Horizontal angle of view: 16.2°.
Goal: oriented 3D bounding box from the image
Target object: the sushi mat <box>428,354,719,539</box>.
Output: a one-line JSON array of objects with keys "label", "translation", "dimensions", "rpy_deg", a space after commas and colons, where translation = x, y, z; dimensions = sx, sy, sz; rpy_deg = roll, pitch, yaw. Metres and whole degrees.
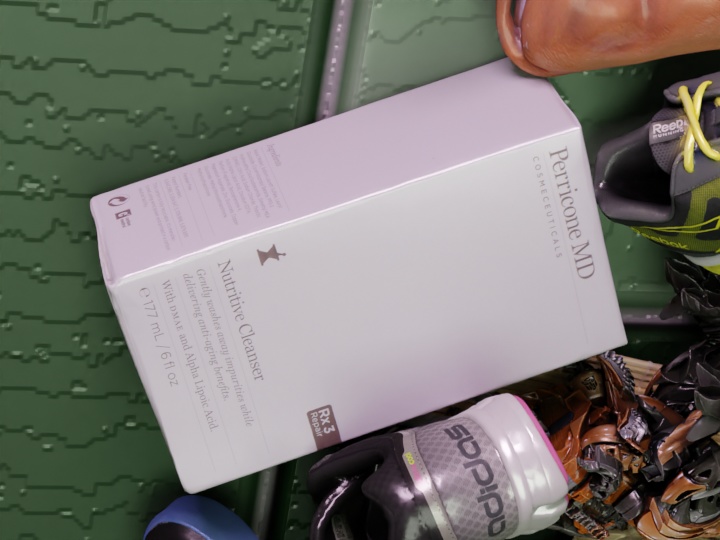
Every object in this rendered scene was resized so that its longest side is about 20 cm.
[{"label": "sushi mat", "translation": [0.116, 0.082, 1.165], "dimensions": [0.199, 0.012, 0.096], "rpy_deg": [13, 114, -22]}]

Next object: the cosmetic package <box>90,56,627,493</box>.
[{"label": "cosmetic package", "translation": [0.000, 0.000, 1.048], "dimensions": [0.199, 0.081, 0.113], "rpy_deg": [-19, 121, -2]}]

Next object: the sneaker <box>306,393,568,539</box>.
[{"label": "sneaker", "translation": [0.010, 0.103, 1.060], "dimensions": [0.087, 0.200, 0.074], "rpy_deg": [-18, 84, -23]}]

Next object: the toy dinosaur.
[{"label": "toy dinosaur", "translation": [0.138, 0.073, 1.123], "dimensions": [0.199, 0.102, 0.136], "rpy_deg": [-1, 136, -35]}]

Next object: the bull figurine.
[{"label": "bull figurine", "translation": [0.151, -0.134, 1.021], "dimensions": [0.199, 0.065, 0.122], "rpy_deg": [-12, 118, -10]}]

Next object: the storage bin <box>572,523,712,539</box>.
[{"label": "storage bin", "translation": [0.186, 0.228, 1.150], "dimensions": [0.197, 0.201, 0.094], "rpy_deg": [15, 123, -22]}]

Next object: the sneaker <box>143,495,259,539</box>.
[{"label": "sneaker", "translation": [-0.062, 0.202, 1.106], "dimensions": [0.070, 0.078, 0.201], "rpy_deg": [-15, 94, 36]}]

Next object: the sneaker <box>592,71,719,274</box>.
[{"label": "sneaker", "translation": [0.165, -0.051, 1.017], "dimensions": [0.084, 0.075, 0.200], "rpy_deg": [10, 152, -24]}]
